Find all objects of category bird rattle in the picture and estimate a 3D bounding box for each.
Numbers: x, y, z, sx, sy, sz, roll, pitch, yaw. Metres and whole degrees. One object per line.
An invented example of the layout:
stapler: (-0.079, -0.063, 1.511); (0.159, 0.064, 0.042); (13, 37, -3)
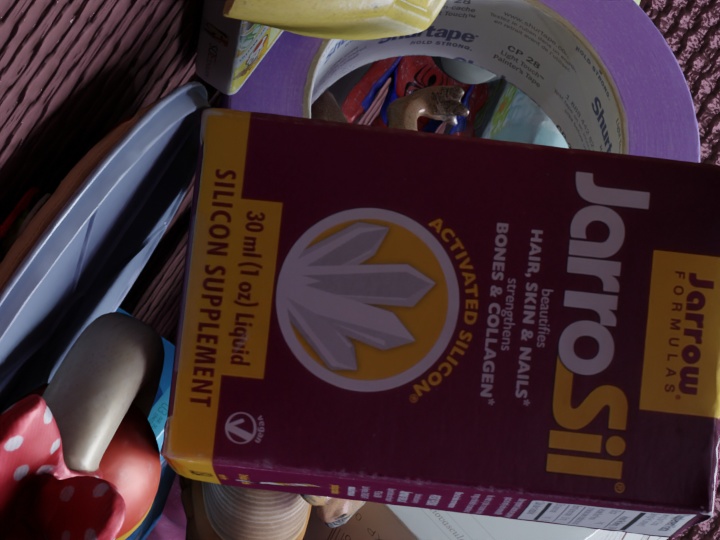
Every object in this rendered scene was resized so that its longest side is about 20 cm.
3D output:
bird rattle: (-0.118, 0.085, 1.024); (0.200, 0.112, 0.164); (94, 16, -55)

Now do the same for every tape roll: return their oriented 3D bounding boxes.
tape roll: (0.038, -0.046, 1.199); (0.200, 0.200, 0.066); (-53, 175, -27)

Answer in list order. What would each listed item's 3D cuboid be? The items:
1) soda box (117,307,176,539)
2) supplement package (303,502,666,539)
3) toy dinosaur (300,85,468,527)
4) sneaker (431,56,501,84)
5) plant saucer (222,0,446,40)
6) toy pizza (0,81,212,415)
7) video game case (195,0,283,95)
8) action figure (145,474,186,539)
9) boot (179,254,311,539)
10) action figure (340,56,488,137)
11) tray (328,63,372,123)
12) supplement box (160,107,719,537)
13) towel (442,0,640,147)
soda box: (-0.123, 0.088, 1.315); (0.068, 0.064, 0.200); (-53, 173, -25)
supplement package: (0.074, 0.110, 1.427); (0.200, 0.117, 0.118); (-33, 159, -36)
toy dinosaur: (0.000, 0.000, 1.250); (0.135, 0.201, 0.086); (-31, -170, -35)
sneaker: (0.073, -0.158, 1.381); (0.079, 0.075, 0.201); (-49, -165, 53)
plant saucer: (0.036, -0.163, 1.066); (0.200, 0.048, 0.200); (-56, 175, 7)
toy pizza: (-0.120, 0.011, 1.047); (0.201, 0.032, 0.200); (-56, 176, -6)
video game case: (0.005, -0.178, 1.078); (0.200, 0.023, 0.182); (-55, 175, -19)
action figure: (-0.062, 0.100, 1.560); (0.134, 0.149, 0.200); (-43, -178, -41)
boot: (-0.056, 0.062, 1.369); (0.155, 0.073, 0.201); (102, -6, -53)
action figure: (0.005, -0.041, 1.421); (0.200, 0.065, 0.099); (-59, -177, 36)
tray: (-0.007, -0.103, 1.415); (0.108, 0.022, 0.200); (-54, 174, -16)
supplement box: (0.033, 0.022, 1.060); (0.103, 0.199, 0.132); (95, 1, -82)
towel: (0.086, -0.094, 1.446); (0.200, 0.048, 0.172); (132, -21, -66)
